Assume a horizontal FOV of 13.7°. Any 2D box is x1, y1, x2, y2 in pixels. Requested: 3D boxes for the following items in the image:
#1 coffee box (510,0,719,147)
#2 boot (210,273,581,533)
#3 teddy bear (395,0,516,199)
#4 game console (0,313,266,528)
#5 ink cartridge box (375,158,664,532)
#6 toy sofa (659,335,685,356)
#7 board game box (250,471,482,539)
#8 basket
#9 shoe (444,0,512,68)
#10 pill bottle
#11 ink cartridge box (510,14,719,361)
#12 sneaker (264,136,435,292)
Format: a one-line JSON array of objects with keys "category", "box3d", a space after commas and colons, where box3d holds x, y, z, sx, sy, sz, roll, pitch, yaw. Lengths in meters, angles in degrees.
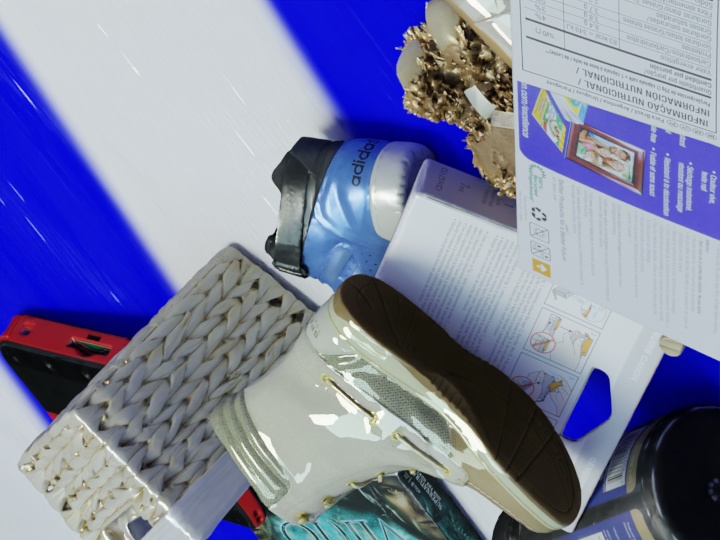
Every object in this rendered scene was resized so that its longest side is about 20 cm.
[{"category": "coffee box", "box3d": [0.197, -0.187, 1.378, 0.200, 0.200, 0.198, 20, 144, 21]}, {"category": "boot", "box3d": [0.021, 0.113, 1.817, 0.200, 0.072, 0.155, 42, 124, -8]}, {"category": "teddy bear", "box3d": [0.104, -0.087, 1.722, 0.200, 0.067, 0.145, 31, 138, 20]}, {"category": "game console", "box3d": [-0.170, 0.110, 2.207, 0.200, 0.031, 0.177, 11, 144, 50]}, {"category": "ink cartridge box", "box3d": [0.085, 0.049, 1.825, 0.176, 0.045, 0.200, 22, 127, -1]}, {"category": "toy sofa", "box3d": [0.277, 0.051, 1.706, 0.200, 0.083, 0.098, 25, 144, 16]}, {"category": "board game box", "box3d": [-0.001, 0.188, 2.176, 0.200, 0.028, 0.135, -7, 128, 47]}, {"category": "basket", "box3d": [-0.118, 0.097, 2.020, 0.123, 0.200, 0.136, 44, 147, -3]}, {"category": "shoe", "box3d": [0.088, -0.156, 1.632, 0.200, 0.070, 0.053, 34, 155, 7]}, {"category": "pill bottle", "box3d": [0.172, 0.161, 1.912, 0.112, 0.112, 0.200, 44, 146, -12]}, {"category": "ink cartridge box", "box3d": [0.169, -0.035, 1.512, 0.200, 0.043, 0.198, 27, 147, 24]}, {"category": "sneaker", "box3d": [0.001, -0.001, 1.894, 0.111, 0.077, 0.200, 9, 134, 26]}]
